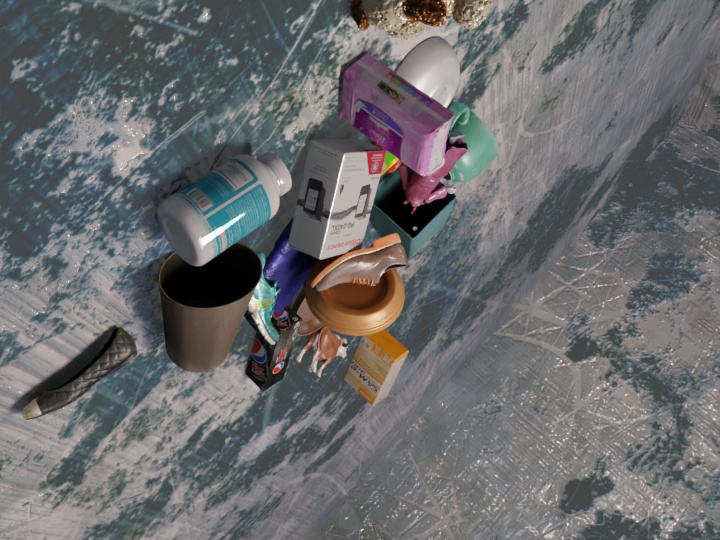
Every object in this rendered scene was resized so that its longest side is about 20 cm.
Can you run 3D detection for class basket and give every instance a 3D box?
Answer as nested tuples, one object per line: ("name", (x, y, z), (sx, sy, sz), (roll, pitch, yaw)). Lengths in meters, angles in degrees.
("basket", (-0.262, 0.068, 1.286), (0.179, 0.136, 0.201), (-27, 152, -37))

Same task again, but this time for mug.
("mug", (0.193, -0.272, 1.614), (0.114, 0.152, 0.185), (-45, 123, -5))

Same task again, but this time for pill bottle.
("pill bottle", (-0.199, -0.102, 1.157), (0.199, 0.111, 0.111), (-37, 155, -28))

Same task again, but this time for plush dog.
("plush dog", (0.077, -0.421, 1.156), (0.172, 0.198, 0.162), (-45, 126, -37))

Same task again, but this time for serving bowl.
("serving bowl", (0.129, -0.343, 1.474), (0.200, 0.066, 0.201), (-42, 156, -23))

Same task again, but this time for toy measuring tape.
("toy measuring tape", (0.020, -0.204, 1.503), (0.199, 0.074, 0.073), (-40, 161, 17))

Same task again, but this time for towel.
("towel", (-0.149, -0.011, 1.491), (0.201, 0.049, 0.147), (-55, 153, 7))

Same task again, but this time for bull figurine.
("bull figurine", (-0.091, 0.198, 1.888), (0.122, 0.065, 0.200), (-59, 157, -12))

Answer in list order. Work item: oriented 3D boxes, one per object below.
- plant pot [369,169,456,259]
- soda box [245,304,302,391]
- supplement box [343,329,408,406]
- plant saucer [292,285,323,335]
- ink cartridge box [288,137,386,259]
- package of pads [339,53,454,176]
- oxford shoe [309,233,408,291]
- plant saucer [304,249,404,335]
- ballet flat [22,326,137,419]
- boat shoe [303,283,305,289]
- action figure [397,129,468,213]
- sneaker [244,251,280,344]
("plant pot", (0.107, -0.118, 1.701), (0.141, 0.141, 0.200), (-43, 164, -16))
("soda box", (-0.191, 0.168, 1.660), (0.070, 0.063, 0.201), (-27, 148, -43))
("supplement box", (0.043, 0.273, 2.193), (0.073, 0.126, 0.202), (-27, 148, -45))
("plant saucer", (-0.089, 0.059, 1.727), (0.200, 0.034, 0.201), (-42, 157, -22))
("ink cartridge box", (-0.042, -0.133, 1.392), (0.145, 0.083, 0.202), (-17, 126, -55))
("package of pads", (0.060, -0.261, 1.291), (0.076, 0.199, 0.121), (-43, 161, -27))
("oxford shoe", (0.000, 0.000, 1.448), (0.198, 0.074, 0.071), (-26, 173, -11))
("plant saucer", (-0.010, 0.033, 1.487), (0.200, 0.200, 0.038), (-37, 155, -29))
("ballet flat", (-0.445, 0.164, 1.204), (0.199, 0.057, 0.066), (-38, -162, -26))
("boat shoe", (-0.067, -0.044, 1.579), (0.056, 0.069, 0.201), (23, 103, -51))
("action figure", (0.139, -0.186, 1.524), (0.150, 0.133, 0.201), (-69, -177, -53))
("sneaker", (-0.181, 0.055, 1.405), (0.079, 0.077, 0.202), (-29, 129, -19))
